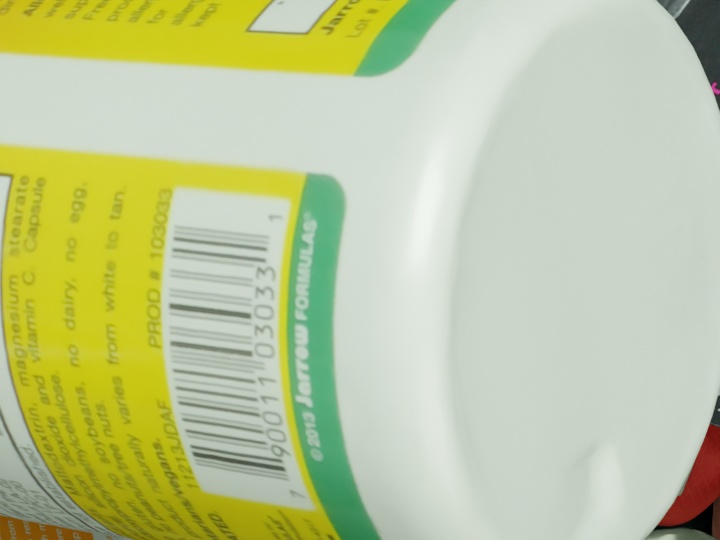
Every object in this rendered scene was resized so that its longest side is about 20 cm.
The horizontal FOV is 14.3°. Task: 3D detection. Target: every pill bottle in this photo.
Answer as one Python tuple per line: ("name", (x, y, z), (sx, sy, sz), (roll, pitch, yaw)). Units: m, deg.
("pill bottle", (-0.040, -0.005, 0.544), (0.113, 0.199, 0.113), (-12, 105, -54))

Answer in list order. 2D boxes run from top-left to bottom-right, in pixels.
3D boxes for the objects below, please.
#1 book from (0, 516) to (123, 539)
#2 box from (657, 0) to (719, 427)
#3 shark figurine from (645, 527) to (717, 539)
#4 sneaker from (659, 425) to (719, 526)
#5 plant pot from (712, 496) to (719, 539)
("book", (-0.086, 0.038, 0.688), (0.048, 0.199, 0.134), (-40, 125, -48))
("box", (0.046, -0.084, 0.651), (0.115, 0.200, 0.132), (17, 121, -42))
("shark figurine", (0.077, 0.110, 0.916), (0.089, 0.128, 0.215), (-33, 139, 7))
("sneaker", (0.135, 0.012, 0.888), (0.077, 0.085, 0.200), (7, 127, -34))
("plant pot", (0.259, 0.095, 0.977), (0.195, 0.201, 0.201), (-11, 136, -32))
